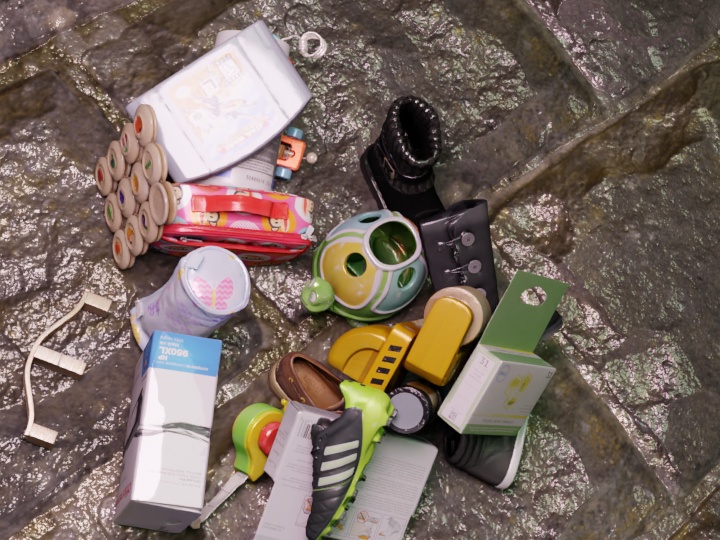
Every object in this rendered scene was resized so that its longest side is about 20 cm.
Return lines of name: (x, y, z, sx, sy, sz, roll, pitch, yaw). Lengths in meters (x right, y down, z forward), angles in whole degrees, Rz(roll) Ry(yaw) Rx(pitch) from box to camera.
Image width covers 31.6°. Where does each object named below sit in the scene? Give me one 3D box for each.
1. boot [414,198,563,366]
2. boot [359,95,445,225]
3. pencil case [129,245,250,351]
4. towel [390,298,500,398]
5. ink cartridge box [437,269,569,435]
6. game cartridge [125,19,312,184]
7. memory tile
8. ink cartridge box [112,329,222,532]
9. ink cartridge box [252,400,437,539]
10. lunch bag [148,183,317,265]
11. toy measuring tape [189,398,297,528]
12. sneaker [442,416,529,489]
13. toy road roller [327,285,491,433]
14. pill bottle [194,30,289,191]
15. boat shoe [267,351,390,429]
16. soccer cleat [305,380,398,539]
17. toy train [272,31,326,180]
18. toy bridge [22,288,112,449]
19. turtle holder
boot: (0.165, 0.003, 1.611, 0.165, 0.066, 0.200, -19, 102, -19)
boot: (0.080, -0.113, 1.689, 0.079, 0.158, 0.211, -29, 82, -28)
pencil case: (-0.203, 0.040, 1.502, 0.091, 0.200, 0.083, 49, 55, -5)
towel: (0.119, 0.117, 1.651, 0.200, 0.022, 0.147, -14, 56, -15)
ink cartridge box: (0.188, 0.104, 1.535, 0.048, 0.200, 0.146, 37, 14, 33)
game cartridge: (-0.165, -0.196, 1.541, 0.200, 0.042, 0.133, -34, 86, -6)
memory tile: (-0.273, -0.097, 1.527, 0.017, 0.200, 0.153, -7, 74, -32)
ink cartridge box: (-0.222, 0.188, 1.464, 0.084, 0.145, 0.200, 10, 66, -15)
ink cartridge box: (-0.024, 0.266, 1.536, 0.200, 0.044, 0.174, 19, 94, -26)
lunch bag: (-0.159, -0.061, 1.566, 0.200, 0.176, 0.082, 5, 79, -18)
toy measuring tape: (-0.145, 0.219, 1.523, 0.200, 0.074, 0.074, -42, 88, -25)
sneaker: (0.164, 0.175, 1.655, 0.099, 0.071, 0.200, 20, 68, -18)
toy road roller: (0.053, 0.092, 1.525, 0.146, 0.123, 0.200, 30, 96, 11)
pill bottle: (-0.152, -0.196, 1.616, 0.114, 0.114, 0.200, 11, 87, -16)
boat shoe: (-0.027, 0.176, 1.586, 0.200, 0.068, 0.072, 41, 61, -2)
soccer cleat: (-0.029, 0.219, 1.471, 0.081, 0.068, 0.200, 26, 102, 7)
toy train: (-0.119, -0.226, 1.706, 0.150, 0.056, 0.200, 13, 86, -5)
toy bridge: (-0.360, 0.108, 1.511, 0.067, 0.027, 0.200, 22, 63, -10)
turtle holder: (0.002, -0.010, 1.634, 0.185, 0.132, 0.141, -1, 70, -21)
